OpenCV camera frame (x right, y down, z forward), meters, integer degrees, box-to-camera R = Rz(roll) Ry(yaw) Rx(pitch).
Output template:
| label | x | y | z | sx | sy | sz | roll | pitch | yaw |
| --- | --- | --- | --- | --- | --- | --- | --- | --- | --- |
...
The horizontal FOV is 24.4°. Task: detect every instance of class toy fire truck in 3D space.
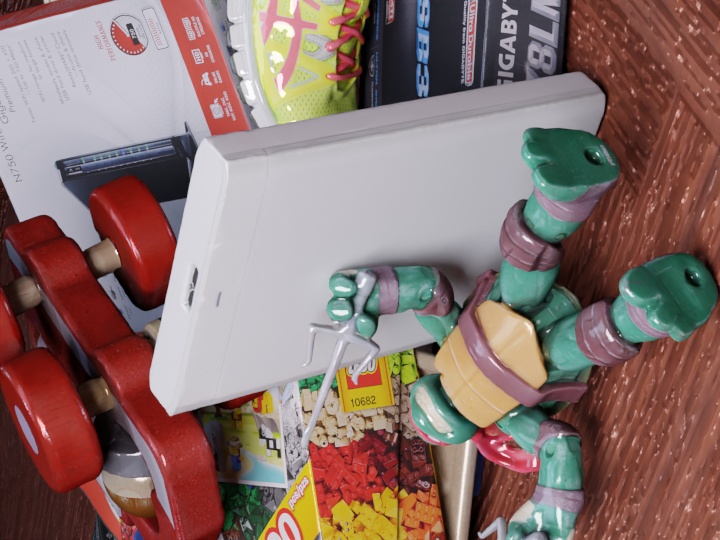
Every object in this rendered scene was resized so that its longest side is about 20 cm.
| label | x | y | z | sx | sy | sz | roll | pitch | yaw |
| --- | --- | --- | --- | --- | --- | --- | --- | --- | --- |
| toy fire truck | -0.119 | 0.065 | 0.817 | 0.200 | 0.112 | 0.168 | 47 | 154 | 40 |

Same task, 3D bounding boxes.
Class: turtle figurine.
| label | x | y | z | sx | sy | sz | roll | pitch | yaw |
| --- | --- | --- | --- | --- | --- | --- | --- | --- | --- |
| turtle figurine | 0.056 | 0.037 | 0.699 | 0.200 | 0.150 | 0.101 | -52 | -3 | 42 |

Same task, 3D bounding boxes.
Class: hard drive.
| label | x | y | z | sx | sy | sz | roll | pitch | yaw |
| --- | --- | --- | --- | --- | --- | --- | --- | --- | --- |
| hard drive | 0.009 | -0.014 | 0.723 | 0.026 | 0.199 | 0.132 | 48 | 136 | 35 |

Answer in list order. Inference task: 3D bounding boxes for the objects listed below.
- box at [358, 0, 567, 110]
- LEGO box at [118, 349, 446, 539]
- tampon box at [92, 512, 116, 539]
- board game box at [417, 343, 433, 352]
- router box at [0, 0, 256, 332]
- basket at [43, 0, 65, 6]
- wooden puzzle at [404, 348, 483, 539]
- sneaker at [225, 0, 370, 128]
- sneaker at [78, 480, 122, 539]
| label | x | y | z | sx | sy | sz | roll | pitch | yaw |
| --- | --- | --- | --- | --- | --- | --- | --- | --- | --- |
| box | 0.051 | -0.168 | 0.862 | 0.198 | 0.049 | 0.201 | -178 | 91 | -74 |
| LEGO box | -0.051 | 0.098 | 0.865 | 0.200 | 0.077 | 0.150 | -18 | 80 | 53 |
| tampon box | -0.146 | 0.295 | 1.264 | 0.150 | 0.126 | 0.201 | -112 | 30 | -54 |
| board game box | 0.000 | 0.000 | 1.009 | 0.200 | 0.034 | 0.127 | -132 | 47 | -66 |
| router box | -0.124 | -0.065 | 0.971 | 0.049 | 0.179 | 0.201 | -50 | -55 | -55 |
| basket | -0.091 | -0.257 | 1.009 | 0.161 | 0.197 | 0.201 | -92 | 8 | -59 |
| wooden puzzle | 0.005 | 0.128 | 0.897 | 0.185 | 0.046 | 0.201 | 14 | 106 | 53 |
| sneaker | -0.022 | -0.146 | 0.896 | 0.078 | 0.090 | 0.201 | -30 | -72 | -65 |
| sneaker | -0.133 | 0.136 | 1.152 | 0.108 | 0.067 | 0.201 | -49 | 46 | -2 |
